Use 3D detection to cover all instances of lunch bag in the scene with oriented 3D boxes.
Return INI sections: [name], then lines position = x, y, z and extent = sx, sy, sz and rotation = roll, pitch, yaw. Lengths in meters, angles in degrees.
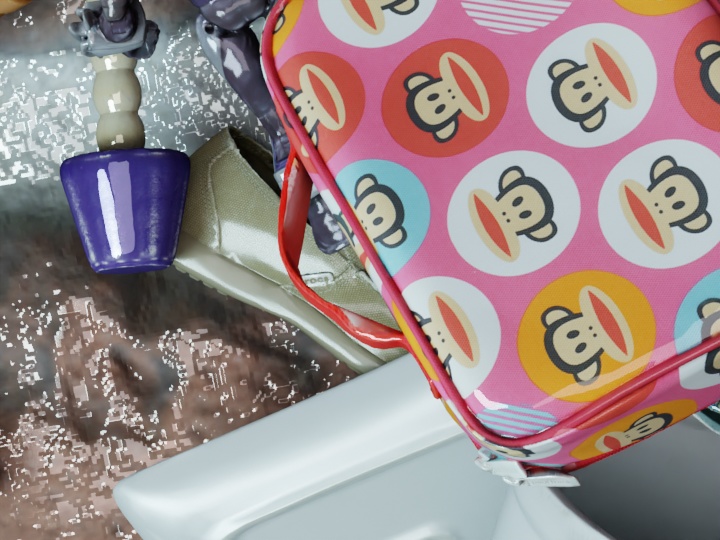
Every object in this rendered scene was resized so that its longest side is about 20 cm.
[lunch bag]
position = 0.056, -0.034, 0.641
extent = 0.176, 0.082, 0.200
rotation = -29, 69, 5

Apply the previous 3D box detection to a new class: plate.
[plate]
position = 0.022, 0.130, 0.831
extent = 0.200, 0.032, 0.200
rotation = -24, 125, 7

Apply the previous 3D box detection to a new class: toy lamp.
[toy lamp]
position = -0.105, -0.099, 0.801
extent = 0.058, 0.058, 0.200
rotation = -5, 87, 4

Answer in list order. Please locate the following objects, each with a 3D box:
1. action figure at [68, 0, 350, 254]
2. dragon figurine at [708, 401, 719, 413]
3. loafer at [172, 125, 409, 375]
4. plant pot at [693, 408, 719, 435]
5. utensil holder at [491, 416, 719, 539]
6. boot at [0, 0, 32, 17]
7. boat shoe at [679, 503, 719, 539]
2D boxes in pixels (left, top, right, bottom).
[action figure]
position = -0.046, -0.103, 0.739
extent = 0.130, 0.069, 0.200
rotation = -31, 101, 15
[dragon figurine]
position = 0.153, 0.001, 0.691
extent = 0.200, 0.059, 0.099
rotation = 8, 101, 1
[loafer]
position = 0.000, 0.000, 0.827
extent = 0.200, 0.076, 0.067
rotation = 25, 107, -2
[plant pot]
position = 0.197, -0.031, 0.781
extent = 0.200, 0.134, 0.200
rotation = 1, 101, 3
[utensil holder]
position = 0.118, 0.171, 0.755
extent = 0.170, 0.170, 0.200
rotation = 16, 113, 0
[boot]
position = -0.181, -0.110, 0.790
extent = 0.155, 0.074, 0.200
rotation = -3, 98, 31
[boat shoe]
position = 0.230, 0.084, 0.838
extent = 0.200, 0.072, 0.076
rotation = -33, 113, 10
